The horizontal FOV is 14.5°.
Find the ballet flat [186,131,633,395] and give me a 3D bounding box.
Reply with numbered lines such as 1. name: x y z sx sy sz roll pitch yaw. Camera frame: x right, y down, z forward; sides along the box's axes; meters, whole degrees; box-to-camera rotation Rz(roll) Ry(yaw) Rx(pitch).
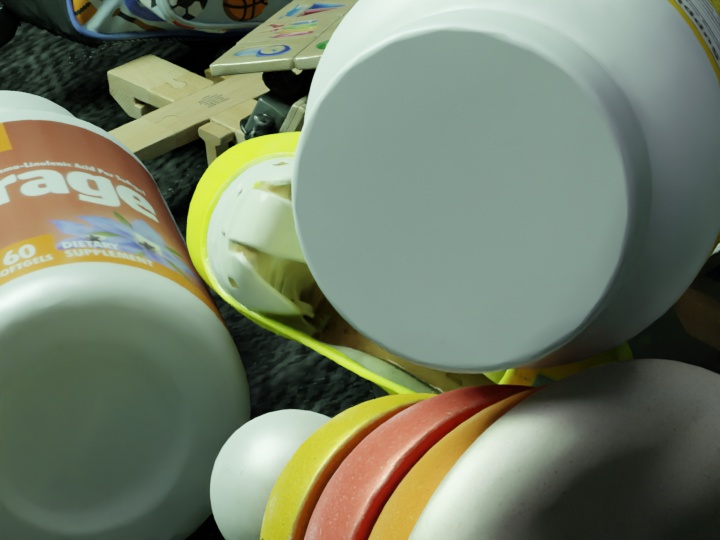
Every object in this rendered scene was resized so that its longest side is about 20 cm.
1. ballet flat: 0.000 0.000 0.864 0.200 0.067 0.067 30 7 41

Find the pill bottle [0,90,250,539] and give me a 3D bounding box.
1. pill bottle: -0.112 0.012 0.984 0.112 0.113 0.200 -20 29 -7

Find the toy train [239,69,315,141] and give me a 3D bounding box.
1. toy train: 0.013 -0.078 1.122 0.046 0.034 0.200 37 33 12

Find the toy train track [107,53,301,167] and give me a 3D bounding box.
1. toy train track: -0.031 -0.042 1.129 0.114 0.033 0.200 -27 35 -33

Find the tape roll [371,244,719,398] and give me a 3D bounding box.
1. tape roll: 0.093 -0.008 0.958 0.201 0.071 0.203 -12 29 7

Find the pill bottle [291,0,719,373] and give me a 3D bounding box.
1. pill bottle: 0.050 -0.038 0.759 0.112 0.113 0.200 -6 11 18

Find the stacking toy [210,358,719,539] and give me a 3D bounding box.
1. stacking toy: 0.021 0.083 0.776 0.146 0.147 0.200 -31 24 -25

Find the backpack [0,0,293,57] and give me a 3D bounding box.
1. backpack: -0.053 -0.183 1.224 0.190 0.201 0.154 -7 24 -42

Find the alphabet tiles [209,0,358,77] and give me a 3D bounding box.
1. alphabet tiles: 0.050 -0.109 1.110 0.166 0.008 0.200 -4 17 18

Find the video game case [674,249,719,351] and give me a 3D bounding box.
1. video game case: 0.215 -0.007 0.767 0.199 0.023 0.182 -30 32 -20
